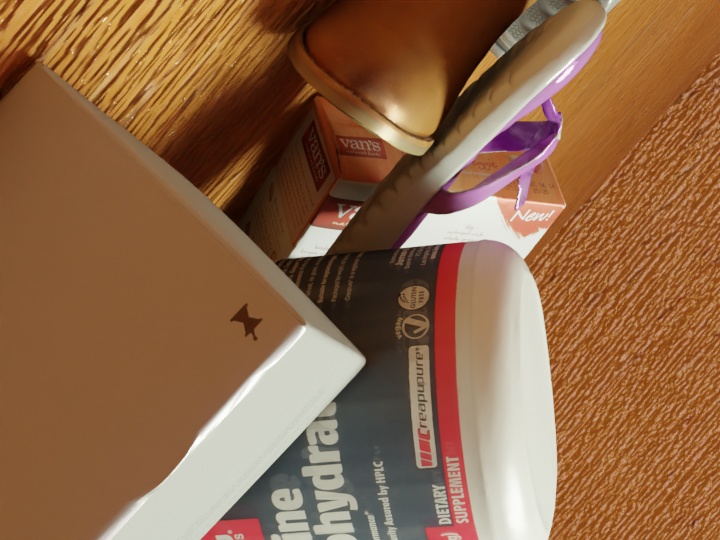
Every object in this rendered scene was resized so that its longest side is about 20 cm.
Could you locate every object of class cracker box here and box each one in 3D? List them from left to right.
[{"bbox_3d":[0.000,0.000,0.990,0.133,0.058,0.200,4,141,-28],"label":"cracker box"}]

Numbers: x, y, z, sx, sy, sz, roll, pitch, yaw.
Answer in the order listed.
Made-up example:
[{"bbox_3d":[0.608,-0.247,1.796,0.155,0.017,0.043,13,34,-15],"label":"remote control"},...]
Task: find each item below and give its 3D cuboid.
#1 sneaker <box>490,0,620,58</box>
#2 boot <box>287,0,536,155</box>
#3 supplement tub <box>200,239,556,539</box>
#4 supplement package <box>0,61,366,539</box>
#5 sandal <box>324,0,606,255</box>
[{"bbox_3d":[0.140,-0.193,1.070,0.200,0.075,0.082,-39,-174,-15],"label":"sneaker"},{"bbox_3d":[0.050,-0.138,0.782,0.155,0.074,0.200,-50,-177,24],"label":"boot"},{"bbox_3d":[-0.020,0.064,0.814,0.198,0.142,0.140,-6,-179,12],"label":"supplement tub"},{"bbox_3d":[-0.087,0.028,0.651,0.121,0.120,0.200,-46,173,-1],"label":"supplement package"},{"bbox_3d":[0.054,-0.049,0.822,0.203,0.050,0.083,-42,-170,49],"label":"sandal"}]
